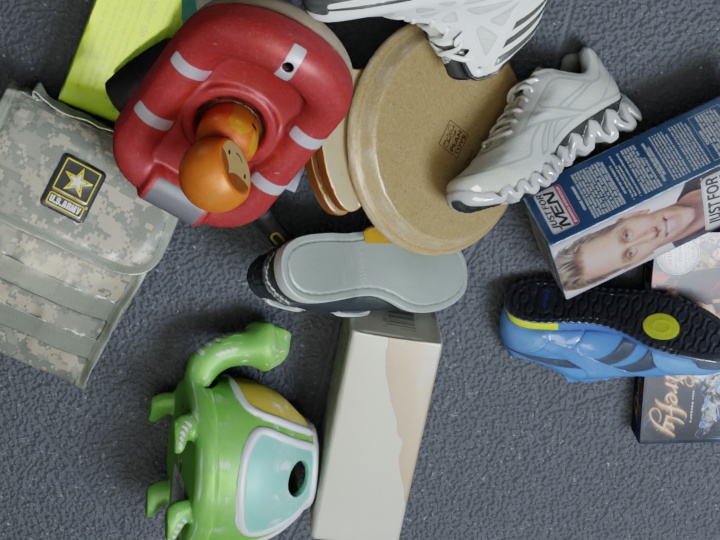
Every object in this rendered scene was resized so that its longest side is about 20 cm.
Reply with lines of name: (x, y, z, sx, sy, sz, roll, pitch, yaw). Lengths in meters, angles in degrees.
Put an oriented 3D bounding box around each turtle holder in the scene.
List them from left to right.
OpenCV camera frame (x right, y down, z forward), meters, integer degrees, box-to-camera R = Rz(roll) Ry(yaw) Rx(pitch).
turtle holder: (-0.108, 0.145, 1.158, 0.132, 0.141, 0.186, 2, 72, -19)

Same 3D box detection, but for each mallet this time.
mallet: (-0.123, -0.084, 1.058, 0.066, 0.041, 0.200, -25, 117, 11)

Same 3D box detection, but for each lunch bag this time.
lunch bag: (-0.244, -0.033, 1.073, 0.164, 0.118, 0.200, 26, 112, -14)

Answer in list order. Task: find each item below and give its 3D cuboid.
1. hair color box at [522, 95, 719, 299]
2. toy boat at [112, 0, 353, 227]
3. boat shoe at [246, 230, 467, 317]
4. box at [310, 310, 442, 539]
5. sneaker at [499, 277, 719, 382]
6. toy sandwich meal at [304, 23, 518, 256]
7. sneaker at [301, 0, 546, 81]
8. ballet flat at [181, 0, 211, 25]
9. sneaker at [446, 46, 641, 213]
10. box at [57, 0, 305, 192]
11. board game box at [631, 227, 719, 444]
hair color box: (0.236, -0.061, 1.081, 0.200, 0.061, 0.100, -25, 149, 4)
toy boat: (-0.092, -0.092, 0.943, 0.130, 0.131, 0.200, 28, 128, -19)
boat shoe: (0.000, 0.000, 1.106, 0.200, 0.060, 0.076, 7, 78, -38)
box: (0.010, 0.127, 1.164, 0.078, 0.095, 0.200, 9, 113, -6)
sneaker: (0.215, 0.062, 1.142, 0.200, 0.066, 0.079, 9, 134, 18)
toy sandwich meal: (0.046, -0.103, 1.065, 0.205, 0.070, 0.206, -6, 100, -38)
sneaker: (0.052, -0.174, 0.952, 0.200, 0.076, 0.115, -17, 131, -22)
ballet flat: (-0.091, -0.236, 0.994, 0.067, 0.070, 0.200, 8, 91, -12)
sneaker: (0.131, -0.107, 1.050, 0.200, 0.075, 0.081, -34, 104, -34)
box: (-0.122, -0.154, 1.069, 0.200, 0.048, 0.122, 21, 111, -11)
board game box: (0.311, 0.054, 1.175, 0.135, 0.035, 0.200, -2, 112, -2)
